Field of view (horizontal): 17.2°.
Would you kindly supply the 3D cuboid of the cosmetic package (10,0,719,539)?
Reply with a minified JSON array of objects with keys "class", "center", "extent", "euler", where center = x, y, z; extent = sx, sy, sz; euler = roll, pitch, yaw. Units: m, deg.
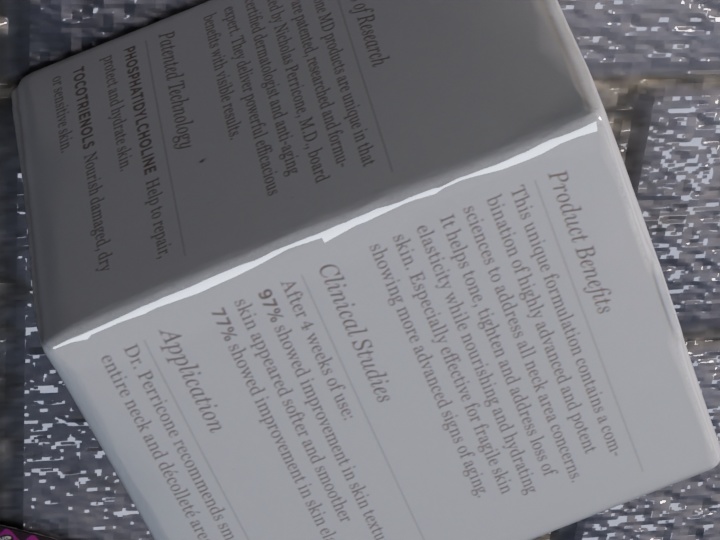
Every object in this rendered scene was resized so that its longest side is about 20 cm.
[{"class":"cosmetic package","center":[0.000,0.000,0.864],"extent":[0.198,0.167,0.168],"euler":[-21,127,3]}]

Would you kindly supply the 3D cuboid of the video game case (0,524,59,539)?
[{"class":"video game case","center":[-0.211,0.186,1.026],"extent":[0.180,0.036,0.201],"euler":[18,118,-25]}]
